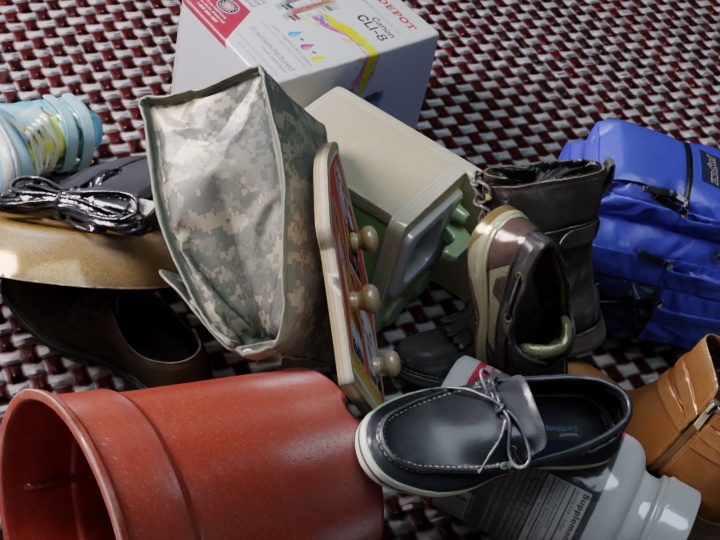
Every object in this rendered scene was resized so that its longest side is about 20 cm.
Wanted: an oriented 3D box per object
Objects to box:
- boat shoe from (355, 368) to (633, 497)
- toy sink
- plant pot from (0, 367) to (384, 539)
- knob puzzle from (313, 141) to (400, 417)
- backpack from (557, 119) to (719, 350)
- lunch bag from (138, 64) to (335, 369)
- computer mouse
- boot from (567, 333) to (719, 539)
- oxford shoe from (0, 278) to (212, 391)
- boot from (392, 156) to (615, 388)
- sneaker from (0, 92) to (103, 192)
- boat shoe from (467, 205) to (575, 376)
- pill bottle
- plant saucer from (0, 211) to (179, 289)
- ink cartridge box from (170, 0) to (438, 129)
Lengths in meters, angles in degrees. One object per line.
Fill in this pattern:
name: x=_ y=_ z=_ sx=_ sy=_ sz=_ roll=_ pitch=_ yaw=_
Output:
boat shoe: x=0.091 y=0.100 z=0.798 sx=0.198 sy=0.062 sz=0.075 roll=-1 pitch=59 yaw=-23
toy sink: x=0.017 y=-0.037 z=1.041 sx=0.199 sy=0.131 sz=0.112 roll=33 pitch=47 yaw=17
plant pot: x=-0.102 y=0.155 z=0.786 sx=0.194 sy=0.202 sz=0.201 roll=-11 pitch=49 yaw=-35
knob puzzle: x=0.000 y=0.000 z=0.871 sx=0.030 sy=0.221 sz=0.221 roll=-10 pitch=45 yaw=6
backpack: x=0.263 y=-0.025 z=1.070 sx=0.198 sy=0.168 sz=0.164 roll=18 pitch=48 yaw=-6
lunch bag: x=-0.075 y=-0.022 z=0.901 sx=0.116 sy=0.164 sz=0.202 roll=-14 pitch=79 yaw=12
computer mouse: x=-0.177 y=-0.064 z=0.969 sx=0.137 sy=0.053 sz=0.200 roll=10 pitch=8 yaw=23
boot: x=0.232 y=0.101 z=0.941 sx=0.073 sy=0.156 sz=0.200 roll=-24 pitch=56 yaw=-33
oxford shoe: x=-0.194 y=0.031 z=0.949 sx=0.199 sy=0.085 sz=0.073 roll=27 pitch=48 yaw=15
boot: x=0.108 y=-0.004 z=0.976 sx=0.198 sy=0.175 sz=0.069 roll=-14 pitch=34 yaw=-3
sneaker: x=-0.269 y=-0.108 z=1.033 sx=0.129 sy=0.080 sz=0.200 roll=-7 pitch=21 yaw=-26
boat shoe: x=0.127 y=0.047 z=0.922 sx=0.073 sy=0.201 sz=0.065 roll=-34 pitch=40 yaw=-17
pill bottle: x=0.139 y=0.153 z=0.896 sx=0.199 sy=0.111 sz=0.111 roll=26 pitch=45 yaw=11
plant saucer: x=-0.226 y=-0.022 z=0.947 sx=0.198 sy=0.036 sz=0.200 roll=8 pitch=7 yaw=-1
ink cartridge box: x=-0.054 y=-0.180 z=1.154 sx=0.199 sy=0.145 sz=0.145 roll=-22 pitch=54 yaw=-33
